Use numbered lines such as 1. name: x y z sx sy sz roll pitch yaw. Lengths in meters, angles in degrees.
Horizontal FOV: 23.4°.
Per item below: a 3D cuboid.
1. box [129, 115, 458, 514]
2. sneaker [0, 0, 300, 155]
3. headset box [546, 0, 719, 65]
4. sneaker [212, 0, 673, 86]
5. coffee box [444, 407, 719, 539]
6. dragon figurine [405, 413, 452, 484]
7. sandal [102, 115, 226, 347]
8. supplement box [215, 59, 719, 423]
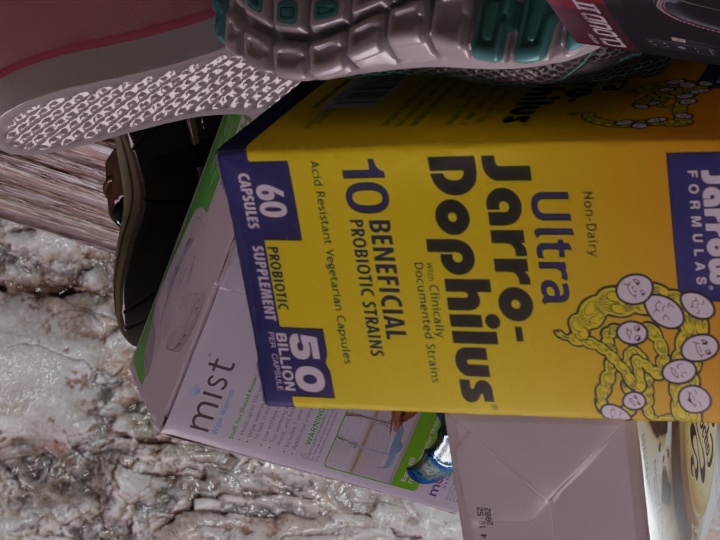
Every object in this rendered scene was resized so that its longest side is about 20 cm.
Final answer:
1. box: 0.000 0.000 0.889 0.175 0.202 0.097 17 -167 -22
2. sneaker: -0.071 -0.119 0.733 0.198 0.105 0.076 -13 157 -19
3. headset box: 0.112 -0.094 0.387 0.198 0.076 0.148 13 174 23
4. sneaker: 0.030 -0.095 0.636 0.199 0.078 0.091 14 180 39
5. coffee box: 0.108 0.064 0.747 0.079 0.114 0.200 -1 -156 22
6. dragon figurine: 0.045 0.060 0.795 0.058 0.100 0.200 -25 175 23
7. sandal: -0.102 -0.054 0.920 0.079 0.203 0.057 -12 -153 -27
8. supplement box: 0.062 -0.016 0.661 0.198 0.110 0.110 0 -156 24
